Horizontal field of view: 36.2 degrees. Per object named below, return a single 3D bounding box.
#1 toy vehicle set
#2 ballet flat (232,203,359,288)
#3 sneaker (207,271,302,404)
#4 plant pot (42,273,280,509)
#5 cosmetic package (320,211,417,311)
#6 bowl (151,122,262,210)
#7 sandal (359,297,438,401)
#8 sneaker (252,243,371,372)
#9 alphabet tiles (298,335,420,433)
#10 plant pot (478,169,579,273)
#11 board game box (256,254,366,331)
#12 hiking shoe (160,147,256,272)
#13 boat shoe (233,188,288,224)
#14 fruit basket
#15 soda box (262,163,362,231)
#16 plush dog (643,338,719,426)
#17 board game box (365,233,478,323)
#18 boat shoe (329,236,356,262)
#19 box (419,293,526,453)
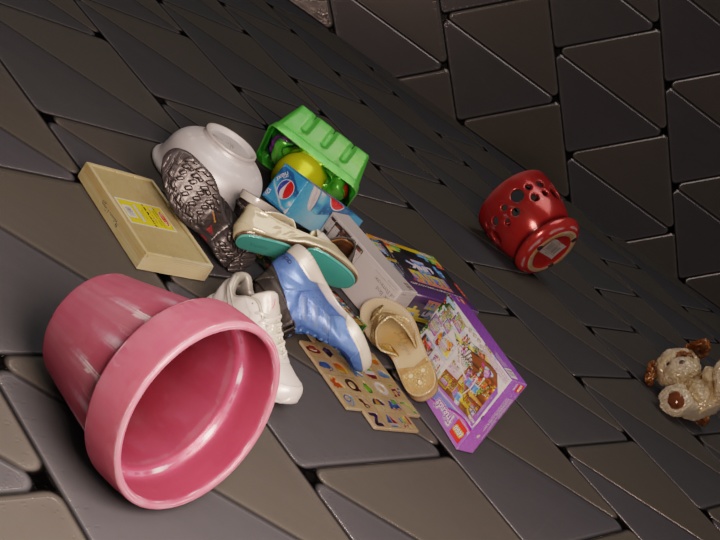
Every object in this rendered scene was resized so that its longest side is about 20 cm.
[{"bbox_3d":[-0.296,-0.068,1.517,0.123,0.027,0.201,14,30,-50],"label":"toy vehicle set"},{"bbox_3d":[-0.087,-0.039,1.572,0.198,0.070,0.070,23,22,-21],"label":"ballet flat"},{"bbox_3d":[-0.127,0.078,1.371,0.077,0.100,0.200,9,34,-54],"label":"sneaker"},{"bbox_3d":[-0.207,0.099,1.071,0.178,0.203,0.199,30,12,34],"label":"plant pot"},{"bbox_3d":[0.000,0.000,1.814,0.050,0.083,0.200,7,35,-52],"label":"cosmetic package"},{"bbox_3d":[-0.231,-0.174,1.786,0.200,0.091,0.202,34,18,-13],"label":"bowl"},{"bbox_3d":[0.054,0.097,1.662,0.213,0.077,0.070,59,-3,39],"label":"sandal"},{"bbox_3d":[-0.074,0.077,1.518,0.202,0.111,0.077,58,-18,-13],"label":"sneaker"},{"bbox_3d":[-0.001,0.155,1.568,0.165,0.006,0.201,14,30,-49],"label":"alphabet tiles"},{"bbox_3d":[0.406,-0.107,2.634,0.199,0.200,0.184,13,39,-50],"label":"plant pot"},{"bbox_3d":[-0.082,0.025,1.689,0.200,0.024,0.104,46,22,28],"label":"board game box"},{"bbox_3d":[-0.228,-0.088,1.588,0.202,0.075,0.101,60,-9,-21],"label":"hiking shoe"},{"bbox_3d":[-0.155,-0.075,1.735,0.073,0.061,0.200,32,0,11],"label":"boat shoe"},{"bbox_3d":[-0.103,-0.172,1.997,0.212,0.156,0.219,7,66,-16],"label":"fruit basket"},{"bbox_3d":[-0.078,-0.105,1.863,0.064,0.068,0.200,39,4,32],"label":"soda box"},{"bbox_3d":[0.739,0.248,2.490,0.161,0.198,0.173,68,-3,-54],"label":"plush dog"},{"bbox_3d":[0.098,0.024,1.974,0.198,0.057,0.166,17,27,-46],"label":"board game box"},{"bbox_3d":[-0.064,-0.011,1.668,0.072,0.068,0.199,40,23,13],"label":"boat shoe"},{"bbox_3d":[0.149,0.151,1.645,0.039,0.138,0.201,19,26,-39],"label":"box"}]
